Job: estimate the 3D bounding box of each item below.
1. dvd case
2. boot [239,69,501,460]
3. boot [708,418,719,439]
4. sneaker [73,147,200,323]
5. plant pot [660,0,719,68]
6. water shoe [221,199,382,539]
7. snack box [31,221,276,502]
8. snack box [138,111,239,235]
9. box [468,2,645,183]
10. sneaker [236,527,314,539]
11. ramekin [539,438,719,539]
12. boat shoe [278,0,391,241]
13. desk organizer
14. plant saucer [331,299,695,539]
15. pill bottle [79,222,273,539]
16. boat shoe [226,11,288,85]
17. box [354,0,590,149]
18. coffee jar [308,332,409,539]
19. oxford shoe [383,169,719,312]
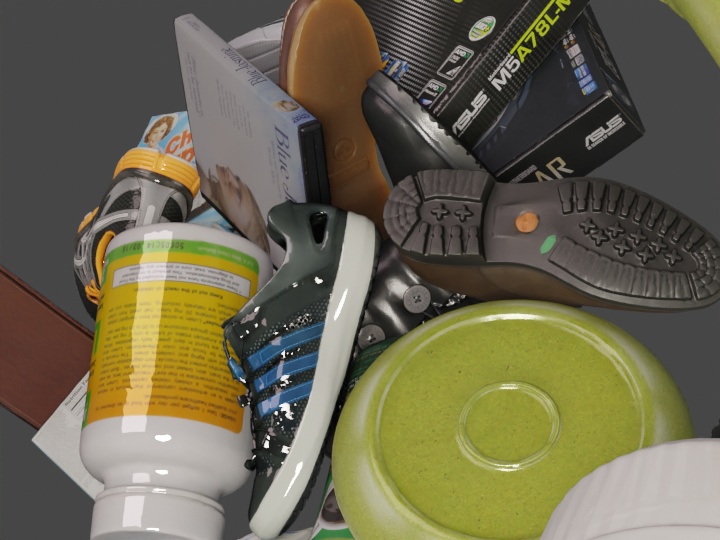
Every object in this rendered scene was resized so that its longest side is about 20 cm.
[{"bbox_3d":[-0.069,-0.071,1.449,0.018,0.143,0.200,-20,34,-21],"label":"dvd case"},{"bbox_3d":[0.001,0.001,1.355,0.200,0.165,0.066,-44,5,6],"label":"boot"},{"bbox_3d":[0.269,0.089,1.044,0.198,0.073,0.162,-44,37,5],"label":"boot"},{"bbox_3d":[-0.167,-0.006,1.555,0.200,0.078,0.077,113,170,-56],"label":"sneaker"},{"bbox_3d":[0.261,-0.158,1.215,0.200,0.200,0.184,-34,48,20],"label":"plant pot"},{"bbox_3d":[-0.047,0.057,1.285,0.072,0.079,0.200,98,-172,-76],"label":"water shoe"},{"bbox_3d":[-0.121,0.074,1.491,0.200,0.037,0.116,-50,51,-4],"label":"snack box"},{"bbox_3d":[-0.103,-0.068,1.627,0.200,0.037,0.116,-5,54,46],"label":"snack box"},{"bbox_3d":[0.092,-0.113,1.464,0.160,0.044,0.200,-35,35,17],"label":"box"},{"bbox_3d":[-0.080,0.200,1.333,0.087,0.075,0.200,-28,4,-43],"label":"sneaker"},{"bbox_3d":[0.161,0.163,0.983,0.202,0.202,0.094,-23,29,33],"label":"ramekin"},{"bbox_3d":[-0.025,-0.091,1.440,0.070,0.200,0.070,-19,29,-25],"label":"boat shoe"},{"bbox_3d":[-0.246,0.051,1.535,0.072,0.200,0.077,20,73,54],"label":"desk organizer"},{"bbox_3d":[0.081,0.090,1.191,0.200,0.031,0.200,-5,53,6],"label":"plant saucer"},{"bbox_3d":[-0.119,0.080,1.393,0.111,0.111,0.200,-15,60,39],"label":"pill bottle"},{"bbox_3d":[-0.023,-0.175,1.646,0.200,0.072,0.071,-16,35,24],"label":"boat shoe"},{"bbox_3d":[0.067,-0.185,1.483,0.193,0.048,0.200,-53,35,-2],"label":"box"},{"bbox_3d":[0.025,0.136,1.248,0.104,0.085,0.200,-15,44,40],"label":"coffee jar"},{"bbox_3d":[0.118,-0.009,1.278,0.200,0.084,0.073,12,66,16],"label":"oxford shoe"}]
